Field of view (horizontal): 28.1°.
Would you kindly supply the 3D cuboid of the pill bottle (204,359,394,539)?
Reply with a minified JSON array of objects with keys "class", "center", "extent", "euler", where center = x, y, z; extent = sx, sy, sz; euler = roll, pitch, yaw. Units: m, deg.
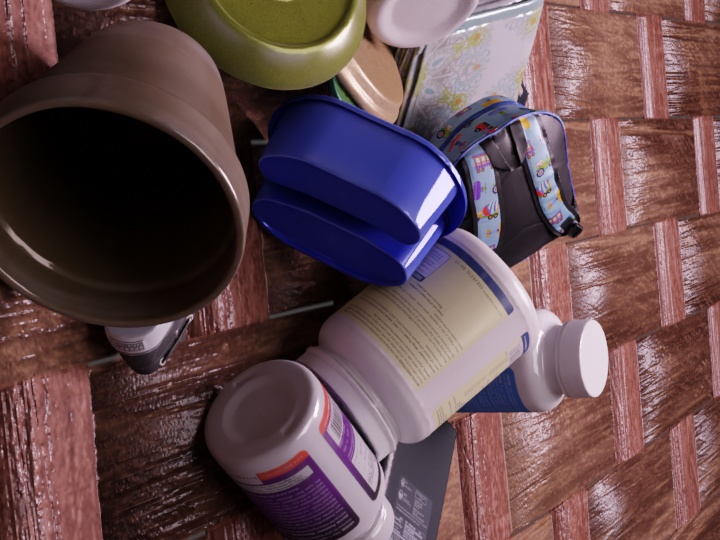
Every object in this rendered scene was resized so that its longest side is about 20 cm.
[{"class":"pill bottle","center":[-0.046,0.180,1.284],"extent":[0.200,0.111,0.112],"euler":[57,41,-41]}]

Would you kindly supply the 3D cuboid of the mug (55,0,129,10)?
[{"class":"mug","center":[-0.203,-0.275,0.982],"extent":[0.148,0.175,0.200],"euler":[-50,133,-54]}]

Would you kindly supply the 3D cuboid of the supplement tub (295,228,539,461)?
[{"class":"supplement tub","center":[0.052,0.070,1.358],"extent":[0.200,0.145,0.145],"euler":[-39,127,-15]}]

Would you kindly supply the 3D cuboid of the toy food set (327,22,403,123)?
[{"class":"toy food set","center":[-0.021,-0.217,1.366],"extent":[0.198,0.049,0.200],"euler":[56,18,-21]}]

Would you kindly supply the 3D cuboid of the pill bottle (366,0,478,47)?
[{"class":"pill bottle","center":[0.030,-0.324,1.394],"extent":[0.114,0.114,0.200],"euler":[31,31,-55]}]

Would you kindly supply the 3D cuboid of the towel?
[{"class":"towel","center":[0.102,-0.212,1.517],"extent":[0.200,0.048,0.171],"euler":[-20,140,-35]}]

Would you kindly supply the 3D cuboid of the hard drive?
[{"class":"hard drive","center":[0.046,0.232,1.514],"extent":[0.140,0.033,0.200],"euler":[46,49,-48]}]

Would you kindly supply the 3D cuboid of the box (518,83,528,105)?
[{"class":"box","center":[0.124,-0.211,1.674],"extent":[0.200,0.046,0.159],"euler":[54,45,-43]}]

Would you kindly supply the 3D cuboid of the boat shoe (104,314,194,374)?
[{"class":"boat shoe","center":[-0.147,-0.001,1.178],"extent":[0.066,0.070,0.200],"euler":[79,23,-49]}]

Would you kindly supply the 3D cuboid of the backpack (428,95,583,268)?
[{"class":"backpack","center":[0.128,-0.094,1.500],"extent":[0.182,0.135,0.200],"euler":[-32,141,-13]}]

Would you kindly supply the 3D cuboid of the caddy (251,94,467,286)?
[{"class":"caddy","center":[-0.003,-0.078,1.308],"extent":[0.105,0.200,0.141],"euler":[-59,172,-34]}]

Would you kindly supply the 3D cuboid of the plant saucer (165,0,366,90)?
[{"class":"plant saucer","center":[-0.077,-0.254,1.246],"extent":[0.200,0.031,0.200],"euler":[10,69,-26]}]

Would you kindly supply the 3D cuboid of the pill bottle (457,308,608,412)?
[{"class":"pill bottle","center":[0.159,0.098,1.554],"extent":[0.112,0.200,0.112],"euler":[7,82,-59]}]

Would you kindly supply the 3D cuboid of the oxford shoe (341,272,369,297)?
[{"class":"oxford shoe","center":[0.000,0.000,1.446],"extent":[0.075,0.070,0.200],"euler":[2,89,-30]}]

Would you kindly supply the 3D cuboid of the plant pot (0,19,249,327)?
[{"class":"plant pot","center":[-0.172,-0.088,1.046],"extent":[0.174,0.200,0.200],"euler":[-84,153,-49]}]
